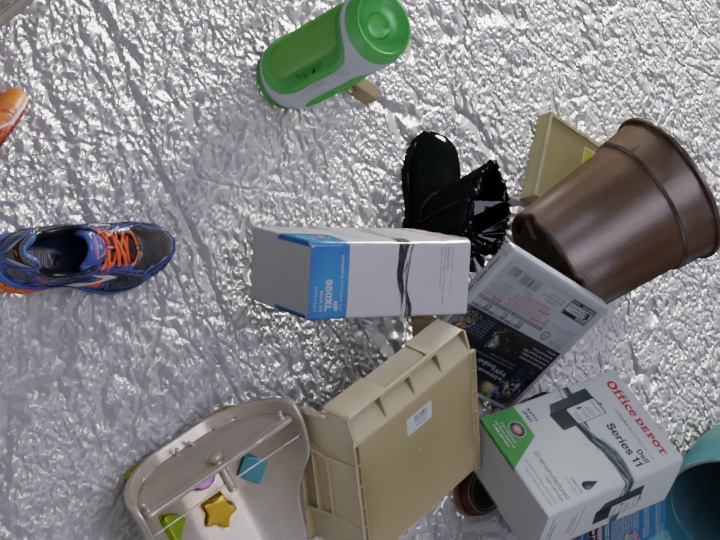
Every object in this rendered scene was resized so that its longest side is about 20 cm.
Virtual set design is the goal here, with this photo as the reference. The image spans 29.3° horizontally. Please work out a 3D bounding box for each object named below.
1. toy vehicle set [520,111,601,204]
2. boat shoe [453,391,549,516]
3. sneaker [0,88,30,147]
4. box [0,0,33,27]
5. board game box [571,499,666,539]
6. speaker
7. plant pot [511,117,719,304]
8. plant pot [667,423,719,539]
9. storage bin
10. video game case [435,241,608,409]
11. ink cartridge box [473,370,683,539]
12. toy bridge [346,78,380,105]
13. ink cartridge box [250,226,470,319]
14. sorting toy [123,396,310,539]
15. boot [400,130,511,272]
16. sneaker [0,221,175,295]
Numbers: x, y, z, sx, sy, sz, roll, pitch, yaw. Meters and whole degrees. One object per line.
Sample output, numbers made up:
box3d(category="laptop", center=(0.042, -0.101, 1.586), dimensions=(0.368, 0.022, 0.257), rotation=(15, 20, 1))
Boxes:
box3d(category="toy vehicle set", center=(0.303, -0.110, 1.835), dimensions=(0.199, 0.026, 0.125), rotation=(29, 64, -29))
box3d(category="boat shoe", center=(0.188, 0.215, 1.653), dimensions=(0.071, 0.070, 0.200), rotation=(53, 56, -16))
box3d(category="sneaker", center=(-0.389, -0.119, 1.298), dimensions=(0.077, 0.073, 0.200), rotation=(47, 54, -7))
box3d(category="box", center=(-0.302, -0.326, 1.318), dimensions=(0.095, 0.199, 0.078), rotation=(53, 29, -16))
box3d(category="board game box", center=(0.307, 0.311, 1.690), dimensions=(0.199, 0.047, 0.153), rotation=(-13, 105, -46))
box3d(category="speaker", center=(-0.032, -0.238, 1.505), dimensions=(0.088, 0.199, 0.089), rotation=(9, 75, -34))
box3d(category="plant pot", center=(0.306, -0.055, 1.708), dimensions=(0.197, 0.200, 0.201), rotation=(-31, 99, -12))
box3d(category="plant pot", center=(0.514, 0.279, 1.817), dimensions=(0.201, 0.199, 0.188), rotation=(57, 39, -12))
box3d(category="storage bin", center=(0.030, 0.175, 1.473), dimensions=(0.199, 0.093, 0.200), rotation=(-34, 132, -36))
box3d(category="video game case", center=(0.171, 0.070, 1.599), dimensions=(0.199, 0.182, 0.023), rotation=(27, 22, -43))
box3d(category="ink cartridge box", center=(0.243, 0.214, 1.567), dimensions=(0.198, 0.083, 0.147), rotation=(-16, 52, -27))
box3d(category="toy bridge", center=(0.018, -0.295, 1.664), dimensions=(0.067, 0.027, 0.201), rotation=(33, 62, -24))
box3d(category="ink cartridge box", center=(0.000, 0.000, 1.489), dimensions=(0.198, 0.144, 0.085), rotation=(-1, 98, -28))
box3d(category="sorting toy", center=(-0.134, 0.251, 1.392), dimensions=(0.199, 0.106, 0.181), rotation=(-32, 110, -28))
box3d(category="boot", center=(0.110, -0.089, 1.600), dimensions=(0.073, 0.162, 0.200), rotation=(17, 69, -24))
box3d(category="sneaker", center=(-0.267, -0.013, 1.358), dimensions=(0.199, 0.078, 0.076), rotation=(-10, 87, -37))
